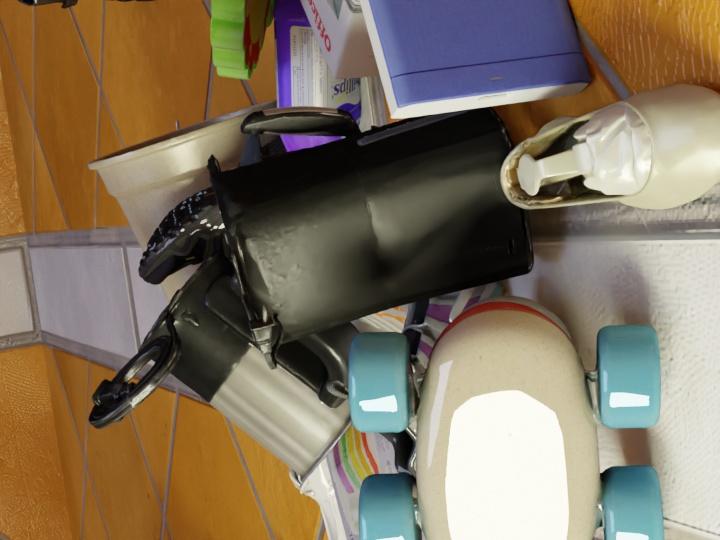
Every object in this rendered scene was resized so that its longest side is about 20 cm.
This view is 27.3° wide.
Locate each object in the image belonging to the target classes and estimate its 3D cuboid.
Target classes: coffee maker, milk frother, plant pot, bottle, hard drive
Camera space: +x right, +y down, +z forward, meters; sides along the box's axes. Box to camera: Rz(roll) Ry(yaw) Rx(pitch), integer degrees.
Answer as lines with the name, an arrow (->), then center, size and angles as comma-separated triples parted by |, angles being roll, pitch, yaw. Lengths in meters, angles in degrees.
coffee maker -> 0.012, -0.023, 0.990 | 0.135, 0.198, 0.193 | 78, 174, -50
milk frother -> -0.107, 0.106, 1.260 | 0.188, 0.200, 0.181 | 37, 161, 0
plant pot -> -0.148, -0.053, 1.483 | 0.200, 0.199, 0.185 | 6, 116, 68
bottle -> -0.035, -0.142, 1.262 | 0.065, 0.084, 0.202 | 8, 113, 21
hard drive -> 0.057, -0.199, 0.925 | 0.025, 0.131, 0.202 | 134, 124, -65

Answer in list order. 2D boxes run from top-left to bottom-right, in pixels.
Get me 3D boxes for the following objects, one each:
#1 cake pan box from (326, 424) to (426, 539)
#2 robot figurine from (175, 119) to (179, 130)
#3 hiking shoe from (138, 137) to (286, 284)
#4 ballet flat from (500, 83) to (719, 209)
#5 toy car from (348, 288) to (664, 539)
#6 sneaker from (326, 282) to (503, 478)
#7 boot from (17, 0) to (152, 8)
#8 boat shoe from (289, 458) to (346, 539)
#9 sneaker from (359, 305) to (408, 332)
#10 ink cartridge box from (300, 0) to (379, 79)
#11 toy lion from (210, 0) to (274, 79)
cake pan box -> 0.035, 0.220, 1.278 | 0.184, 0.052, 0.202 | 129, 129, -66
robot figurine -> -0.185, -0.068, 1.639 | 0.170, 0.112, 0.201 | -49, 51, 39
hiking shoe -> -0.114, -0.030, 1.360 | 0.101, 0.199, 0.076 | 49, -158, -21
ballet flat -> 0.140, -0.064, 0.859 | 0.200, 0.069, 0.070 | 170, 90, -69
toy car -> 0.096, 0.090, 0.964 | 0.200, 0.183, 0.178 | -67, -27, -73
sneaker -> 0.037, 0.059, 1.073 | 0.078, 0.139, 0.202 | 141, 117, -67
boot -> -0.366, -0.376, 1.895 | 0.200, 0.173, 0.070 | -144, 48, -61
boat shoe -> -0.038, 0.188, 1.432 | 0.073, 0.065, 0.202 | 168, 92, -69
sneaker -> 0.000, 0.000, 1.248 | 0.199, 0.078, 0.078 | 16, 74, 53
ink cartridge box -> 0.013, -0.259, 1.081 | 0.201, 0.083, 0.147 | 109, 146, -52
toy lion -> -0.089, -0.253, 1.223 | 0.200, 0.068, 0.193 | -3, -79, -87
